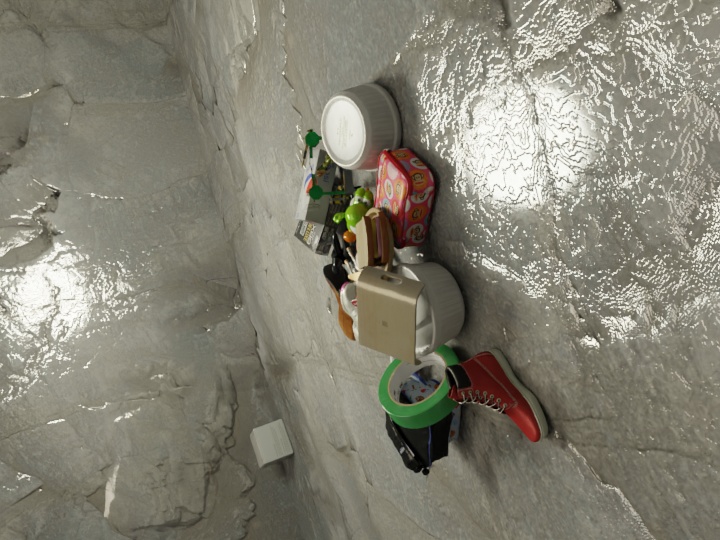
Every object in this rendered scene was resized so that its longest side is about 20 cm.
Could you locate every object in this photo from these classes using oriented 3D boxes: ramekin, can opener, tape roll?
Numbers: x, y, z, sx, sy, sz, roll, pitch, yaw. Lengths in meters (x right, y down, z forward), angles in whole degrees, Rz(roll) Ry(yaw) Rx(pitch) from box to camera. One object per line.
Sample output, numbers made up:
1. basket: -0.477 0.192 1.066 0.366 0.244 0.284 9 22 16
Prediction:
1. ramekin: 0.144 0.076 1.229 0.202 0.094 0.204 43 140 50
2. ramekin: -0.007 -0.324 1.286 0.202 0.094 0.204 22 121 43
3. can opener: -0.052 -0.058 1.598 0.200 0.063 0.079 98 168 -66
4. tape roll: 0.136 0.251 1.244 0.048 0.200 0.200 54 167 -29

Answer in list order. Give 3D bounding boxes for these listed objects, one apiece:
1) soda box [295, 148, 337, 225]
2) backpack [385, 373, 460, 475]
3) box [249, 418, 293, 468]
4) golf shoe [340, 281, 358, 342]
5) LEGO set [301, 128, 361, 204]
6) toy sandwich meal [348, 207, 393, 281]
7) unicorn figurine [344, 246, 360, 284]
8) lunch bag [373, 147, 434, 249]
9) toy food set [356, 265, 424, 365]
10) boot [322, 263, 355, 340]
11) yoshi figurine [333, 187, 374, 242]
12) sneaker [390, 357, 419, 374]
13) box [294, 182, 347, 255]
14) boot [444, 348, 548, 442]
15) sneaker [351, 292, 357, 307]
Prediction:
1. soda box: -0.122 -0.232 1.562 0.063 0.068 0.202 12 89 56
2. backpack: 0.142 0.342 1.341 0.190 0.153 0.202 35 132 43
3. box: -0.491 0.952 3.070 0.201 0.170 0.199 66 155 18
4. golf shoe: 0.008 0.123 1.604 0.091 0.075 0.201 1 119 52
5. LEGO set: -0.078 -0.271 1.455 0.116 0.152 0.202 -123 22 -80
6. toy sandwich meal: 0.015 -0.048 1.256 0.205 0.070 0.207 179 90 -70
7. unicorn figurine: 0.000 0.000 1.542 0.200 0.073 0.138 61 -175 -63
8. lunch bag: 0.088 -0.168 1.253 0.177 0.081 0.201 -122 28 -43
9. toy food set: 0.068 0.098 1.180 0.143 0.060 0.202 17 126 30
10. boot: -0.057 0.097 1.774 0.188 0.068 0.201 43 149 39
11. yoshi figurine: -0.006 -0.119 1.407 0.201 0.111 0.113 93 162 -59
12. sneaker: 0.127 0.208 1.395 0.114 0.072 0.202 9 112 61
13. box: -0.115 -0.163 1.635 0.158 0.049 0.201 39 113 53
14. boot: 0.248 0.253 1.062 0.201 0.143 0.073 57 149 32
15. sneaker: 0.019 0.117 1.503 0.112 0.071 0.200 37 137 5
